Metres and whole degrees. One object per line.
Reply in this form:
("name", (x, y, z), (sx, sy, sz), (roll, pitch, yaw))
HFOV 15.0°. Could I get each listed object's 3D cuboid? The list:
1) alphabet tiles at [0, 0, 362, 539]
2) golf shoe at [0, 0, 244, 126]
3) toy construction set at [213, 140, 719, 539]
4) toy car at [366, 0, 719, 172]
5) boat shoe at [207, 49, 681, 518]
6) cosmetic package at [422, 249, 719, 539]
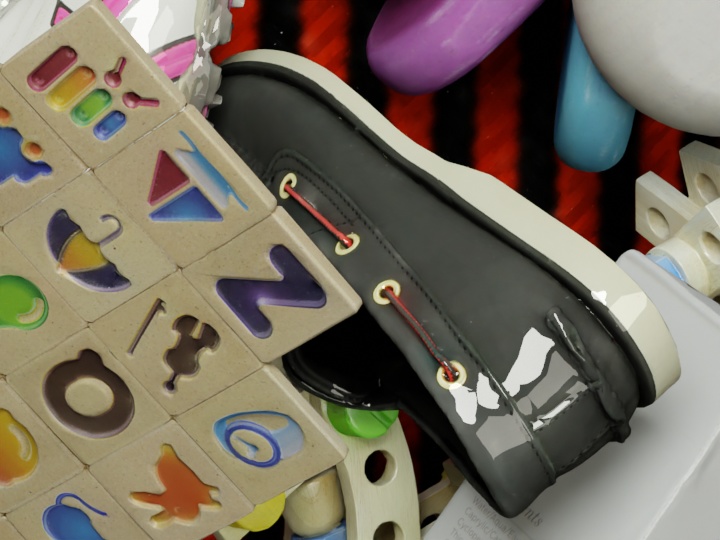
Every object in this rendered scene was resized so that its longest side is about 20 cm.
("alphabet tiles", (-0.102, 0.015, 0.700), (0.167, 0.200, 0.006), (48, 35, -17))
("golf shoe", (-0.090, -0.042, 0.747), (0.092, 0.073, 0.201), (17, 88, -21))
("toy construction set", (0.040, 0.045, 0.806), (0.199, 0.092, 0.132), (-26, 102, -9))
("toy car", (0.051, -0.112, 0.773), (0.150, 0.175, 0.200), (-34, 108, 20))
("boat shoe", (-0.001, -0.002, 0.722), (0.063, 0.201, 0.074), (-40, 129, -12))
("cosmetic package", (0.064, 0.107, 0.748), (0.101, 0.074, 0.200), (29, 98, -39))
